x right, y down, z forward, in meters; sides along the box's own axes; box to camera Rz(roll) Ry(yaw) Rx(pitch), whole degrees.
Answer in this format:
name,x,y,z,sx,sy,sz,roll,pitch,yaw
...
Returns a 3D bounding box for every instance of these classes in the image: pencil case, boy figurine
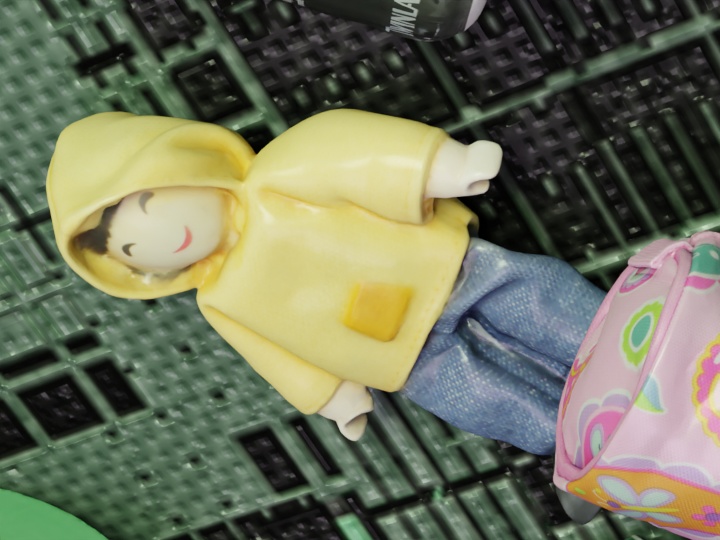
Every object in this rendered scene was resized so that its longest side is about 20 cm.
name,x,y,z,sx,sy,sz,roll,pitch,yaw
pencil case,0.155,0.062,0.689,0.199,0.088,0.088,24,128,-7
boy figurine,0.000,0.000,0.750,0.199,0.065,0.125,25,131,-11

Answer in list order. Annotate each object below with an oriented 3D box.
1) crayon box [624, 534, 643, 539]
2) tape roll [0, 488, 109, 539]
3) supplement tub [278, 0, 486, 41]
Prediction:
name,x,y,z,sx,sy,sz,roll,pitch,yaw
crayon box,0.145,0.182,0.780,0.051,0.200,0.126,-34,123,-17
tape roll,-0.160,0.153,0.814,0.199,0.201,0.048,7,128,8
supplement tub,-0.051,-0.140,0.616,0.198,0.123,0.123,16,129,0
